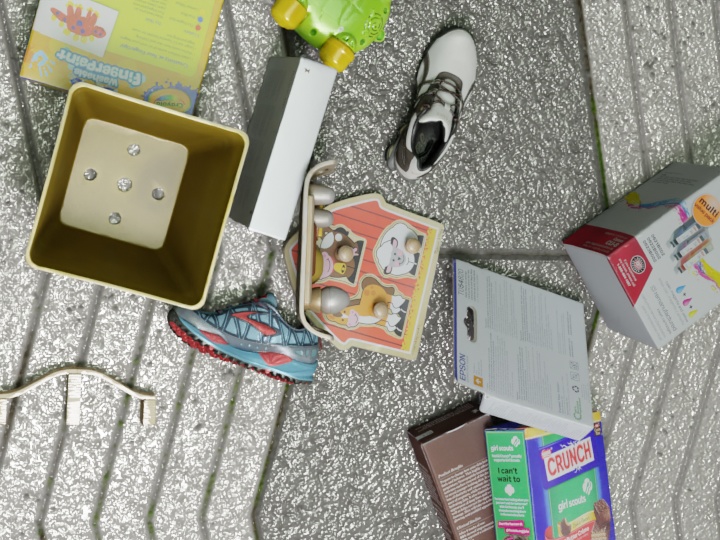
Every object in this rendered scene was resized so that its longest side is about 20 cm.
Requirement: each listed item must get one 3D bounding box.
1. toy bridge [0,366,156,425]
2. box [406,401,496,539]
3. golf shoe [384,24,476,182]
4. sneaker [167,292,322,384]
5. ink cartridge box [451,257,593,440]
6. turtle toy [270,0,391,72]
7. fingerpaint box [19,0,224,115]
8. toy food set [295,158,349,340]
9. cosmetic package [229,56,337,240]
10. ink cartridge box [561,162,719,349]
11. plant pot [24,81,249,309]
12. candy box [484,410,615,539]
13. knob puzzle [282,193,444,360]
[{"bbox_3d":[-0.342,0.149,1.600,0.197,0.027,0.068,3,95,-16],"label":"toy bridge"},{"bbox_3d":[0.142,0.284,1.732,0.099,0.075,0.202,-22,105,-11],"label":"box"},{"bbox_3d":[0.101,-0.202,1.639,0.077,0.094,0.202,19,91,-16],"label":"golf shoe"},{"bbox_3d":[-0.139,0.068,1.631,0.198,0.079,0.097,23,78,-24],"label":"sneaker"},{"bbox_3d":[0.192,0.097,1.671,0.198,0.201,0.041,20,137,-18],"label":"ink cartridge box"},{"bbox_3d":[-0.048,-0.335,1.573,0.199,0.101,0.146,39,86,-17],"label":"turtle toy"},{"bbox_3d":[-0.272,-0.271,1.535,0.198,0.073,0.169,15,93,-17],"label":"fingerpaint box"},{"bbox_3d":[-0.041,-0.023,1.555,0.060,0.143,0.203,3,90,-4],"label":"toy food set"},{"bbox_3d":[-0.096,-0.145,1.562,0.051,0.151,0.202,16,94,-17],"label":"cosmetic package"},{"bbox_3d":[0.394,-0.024,1.719,0.199,0.145,0.146,-35,105,-9],"label":"ink cartridge box"},{"bbox_3d":[-0.257,-0.089,1.511,0.198,0.176,0.202,15,94,-16],"label":"plant pot"},{"bbox_3d":[0.243,0.287,1.703,0.168,0.077,0.203,-5,87,-46],"label":"candy box"},{"bbox_3d":[0.000,0.000,1.651,0.217,0.030,0.223,1,86,-20],"label":"knob puzzle"}]
